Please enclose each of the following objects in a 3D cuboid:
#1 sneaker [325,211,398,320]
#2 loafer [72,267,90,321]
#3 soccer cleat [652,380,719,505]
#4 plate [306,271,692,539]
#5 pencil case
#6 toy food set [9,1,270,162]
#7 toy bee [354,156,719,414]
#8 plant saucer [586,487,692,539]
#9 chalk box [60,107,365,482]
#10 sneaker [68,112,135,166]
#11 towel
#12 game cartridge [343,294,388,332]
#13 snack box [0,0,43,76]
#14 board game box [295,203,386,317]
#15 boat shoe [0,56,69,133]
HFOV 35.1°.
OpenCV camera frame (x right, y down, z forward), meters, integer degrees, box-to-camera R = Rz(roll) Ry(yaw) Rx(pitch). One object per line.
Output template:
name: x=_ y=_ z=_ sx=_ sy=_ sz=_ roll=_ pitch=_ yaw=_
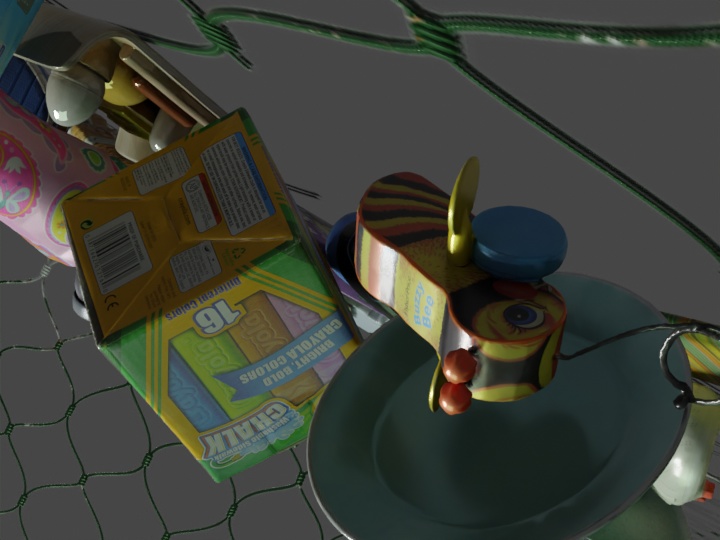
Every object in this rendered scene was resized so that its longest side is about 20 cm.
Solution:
sneaker: x=0.066 y=0.031 z=0.762 sx=0.199 sy=0.070 sz=0.078 roll=32 pitch=179 yaw=-23
loafer: x=-0.163 y=-0.012 z=1.008 sx=0.072 sy=0.063 sz=0.199 roll=29 pitch=-144 yaw=35
soccer cleat: x=0.169 y=0.088 z=0.678 sx=0.077 sy=0.070 sz=0.200 roll=18 pitch=-174 yaw=6
plate: x=0.069 y=0.074 z=0.579 sx=0.199 sy=0.200 sz=0.026 roll=20 pitch=143 yaw=45
pencil case: x=-0.234 y=-0.081 z=0.704 sx=0.200 sy=0.088 sz=0.087 roll=37 pitch=168 yaw=-39
toy food set: x=-0.159 y=-0.101 z=0.702 sx=0.143 sy=0.061 sz=0.200 roll=23 pitch=171 yaw=32
toy bee: x=0.056 y=0.013 z=0.523 sx=0.199 sy=0.108 sz=0.132 roll=8 pitch=117 yaw=46
plant saucer: x=0.136 y=0.116 z=0.722 sx=0.200 sy=0.039 sz=0.201 roll=31 pitch=-172 yaw=-5
chalk box: x=-0.070 y=0.031 z=0.687 sx=0.125 sy=0.123 sz=0.200 roll=62 pitch=180 yaw=41
sneaker: x=-0.215 y=-0.074 z=0.898 sx=0.075 sy=0.088 sz=0.200 roll=12 pitch=-169 yaw=-39
towel: x=0.159 y=0.032 z=0.649 sx=0.086 sy=0.018 sz=0.199 roll=37 pitch=169 yaw=-35
game cartridge: x=-0.055 y=-0.013 z=0.976 sx=0.199 sy=0.042 sz=0.133 roll=34 pitch=176 yaw=-8
snack box: x=-0.276 y=-0.147 z=0.587 sx=0.199 sy=0.117 sz=0.037 roll=27 pitch=173 yaw=4
board game box: x=0.000 y=0.000 z=0.840 sx=0.199 sy=0.032 sz=0.120 roll=30 pitch=-168 yaw=-23
boat shoe: x=-0.263 y=-0.136 z=0.838 sx=0.200 sy=0.073 sz=0.072 roll=36 pitch=-174 yaw=36
